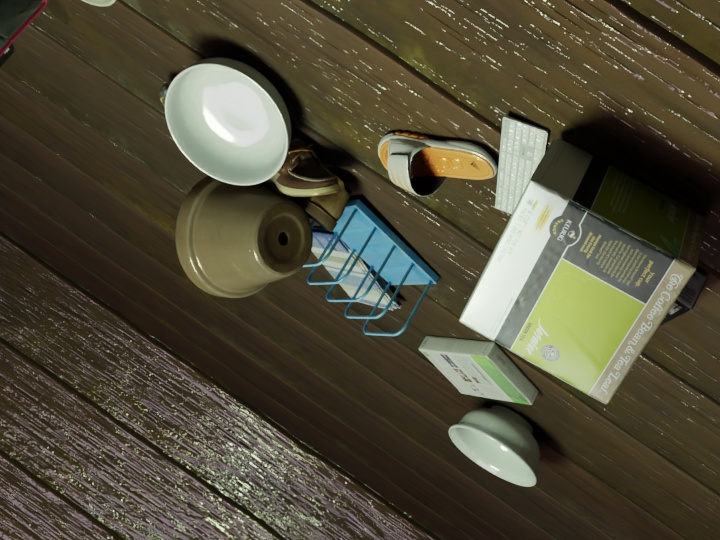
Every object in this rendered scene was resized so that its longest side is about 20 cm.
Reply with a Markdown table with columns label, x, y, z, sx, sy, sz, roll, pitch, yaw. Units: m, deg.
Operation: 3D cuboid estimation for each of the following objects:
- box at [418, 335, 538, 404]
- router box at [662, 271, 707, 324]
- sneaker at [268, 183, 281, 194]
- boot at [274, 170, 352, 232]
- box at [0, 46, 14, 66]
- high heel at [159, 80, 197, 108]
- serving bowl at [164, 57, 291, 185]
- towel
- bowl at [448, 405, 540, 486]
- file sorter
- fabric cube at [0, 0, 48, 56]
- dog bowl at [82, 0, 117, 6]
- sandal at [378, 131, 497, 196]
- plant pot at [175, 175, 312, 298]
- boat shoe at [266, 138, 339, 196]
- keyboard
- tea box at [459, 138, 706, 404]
| label | x | y | z | sx | sy | sz | roll | pitch | yaw |
| --- | --- | --- | --- | --- | --- | --- | --- | --- | --- |
| box | 0.214 | 0.181 | 1.790 | 0.144 | 0.037 | 0.199 | 46 | 158 | -26 |
| router box | 0.308 | -0.007 | 1.221 | 0.198 | 0.051 | 0.149 | 35 | 161 | 2 |
| sneaker | -0.206 | -0.133 | 1.653 | 0.200 | 0.112 | 0.076 | 45 | 157 | -24 |
| boot | -0.077 | -0.127 | 1.549 | 0.073 | 0.076 | 0.199 | 38 | 176 | -38 |
| box | -0.751 | -0.425 | 1.789 | 0.085 | 0.165 | 0.201 | 26 | 157 | 18 |
| high heel | -0.235 | -0.230 | 1.577 | 0.200 | 0.072 | 0.142 | 45 | 168 | -29 |
| serving bowl | -0.186 | -0.228 | 1.439 | 0.196 | 0.066 | 0.203 | 13 | 133 | 14 |
| towel | -0.020 | -0.006 | 1.766 | 0.146 | 0.024 | 0.201 | 10 | 146 | 53 |
| bowl | 0.279 | 0.331 | 1.929 | 0.199 | 0.091 | 0.202 | 31 | 159 | 13 |
| file sorter | 0.000 | 0.000 | 1.597 | 0.200 | 0.124 | 0.138 | 42 | 157 | -24 |
| fabric cube | -0.645 | -0.455 | 1.513 | 0.197 | 0.202 | 0.197 | 29 | 160 | 14 |
| dog bowl | -0.379 | -0.452 | 1.293 | 0.198 | 0.074 | 0.201 | 29 | 158 | 13 |
| sandal | 0.086 | -0.134 | 1.280 | 0.205 | 0.060 | 0.079 | 10 | 148 | 49 |
| plant pot | -0.164 | -0.055 | 1.524 | 0.173 | 0.202 | 0.201 | 4 | 144 | 50 |
| boat shoe | -0.099 | -0.162 | 1.477 | 0.199 | 0.071 | 0.074 | 30 | 126 | 53 |
| keyboard | 0.197 | -0.121 | 1.207 | 0.056 | 0.011 | 0.201 | 28 | 158 | 18 |
| tea box | 0.247 | 0.000 | 1.092 | 0.194 | 0.134 | 0.202 | 30 | 125 | 8 |
